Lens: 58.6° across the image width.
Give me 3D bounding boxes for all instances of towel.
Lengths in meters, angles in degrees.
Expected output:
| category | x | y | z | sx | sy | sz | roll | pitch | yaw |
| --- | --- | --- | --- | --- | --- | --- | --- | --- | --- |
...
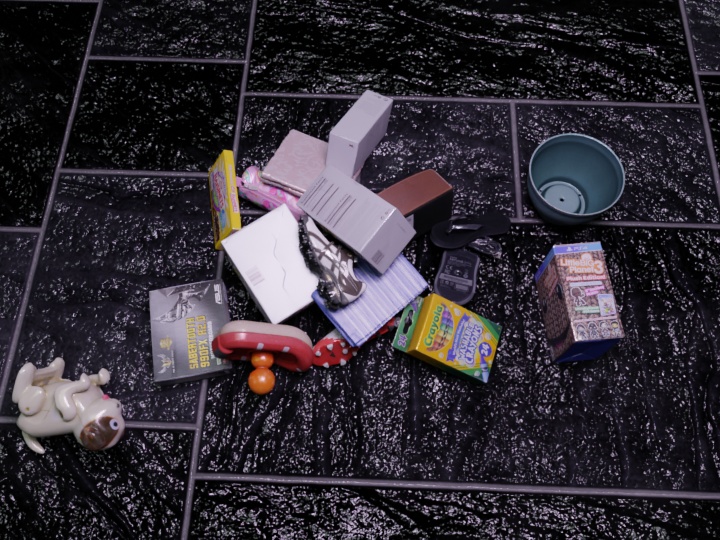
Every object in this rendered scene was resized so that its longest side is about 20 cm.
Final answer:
| category | x | y | z | sx | sy | sz | roll | pitch | yaw |
| --- | --- | --- | --- | --- | --- | --- | --- | --- | --- |
| towel | 0.019 | 0.041 | 1.283 | 0.200 | 0.024 | 0.145 | -39 | 79 | -14 |
| towel | -0.105 | -0.227 | 1.444 | 0.191 | 0.032 | 0.200 | 22 | 45 | 2 |

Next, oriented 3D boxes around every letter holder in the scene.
| category | x | y | z | sx | sy | sz | roll | pitch | yaw |
| --- | --- | --- | --- | --- | --- | --- | --- | --- | --- |
| letter holder | 0.080 | -0.145 | 1.403 | 0.200 | 0.101 | 0.142 | -29 | 57 | -15 |

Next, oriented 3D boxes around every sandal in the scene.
| category | x | y | z | sx | sy | sz | roll | pitch | yaw |
| --- | --- | --- | --- | --- | --- | --- | --- | --- | --- |
| sandal | 0.238 | -0.101 | 1.404 | 0.200 | 0.043 | 0.076 | -17 | 47 | -22 |

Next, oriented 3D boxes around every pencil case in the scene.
| category | x | y | z | sx | sy | sz | roll | pitch | yaw |
| --- | --- | --- | --- | --- | --- | --- | --- | --- | --- |
| pencil case | -0.182 | -0.161 | 1.434 | 0.200 | 0.087 | 0.088 | 29 | 70 | 9 |

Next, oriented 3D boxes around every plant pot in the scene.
| category | x | y | z | sx | sy | sz | roll | pitch | yaw |
| --- | --- | --- | --- | --- | --- | --- | --- | --- | --- |
| plant pot | 0.457 | -0.180 | 1.413 | 0.200 | 0.134 | 0.201 | 0 | 67 | 0 |

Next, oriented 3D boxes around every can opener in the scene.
| category | x | y | z | sx | sy | sz | roll | pitch | yaw |
| --- | --- | --- | --- | --- | --- | --- | --- | --- | --- |
| can opener | 0.082 | 0.060 | 1.365 | 0.063 | 0.079 | 0.200 | -38 | 63 | 26 |

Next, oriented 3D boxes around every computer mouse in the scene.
| category | x | y | z | sx | sy | sz | roll | pitch | yaw |
| --- | --- | --- | --- | --- | --- | --- | --- | --- | --- |
| computer mouse | 0.217 | 0.006 | 1.386 | 0.138 | 0.053 | 0.200 | 19 | 56 | 10 |

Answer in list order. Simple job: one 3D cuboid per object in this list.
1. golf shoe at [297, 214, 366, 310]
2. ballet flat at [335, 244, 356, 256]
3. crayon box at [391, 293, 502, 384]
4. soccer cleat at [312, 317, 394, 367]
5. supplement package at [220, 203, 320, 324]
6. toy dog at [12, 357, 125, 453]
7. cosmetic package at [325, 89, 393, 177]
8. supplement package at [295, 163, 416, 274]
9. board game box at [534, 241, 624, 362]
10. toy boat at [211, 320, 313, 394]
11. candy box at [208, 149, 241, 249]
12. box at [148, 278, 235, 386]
| category | x | y | z | sx | sy | sz | roll | pitch | yaw |
| --- | --- | --- | --- | --- | --- | --- | --- | --- | --- |
| golf shoe | -0.058 | -0.025 | 1.256 | 0.094 | 0.078 | 0.200 | -21 | 79 | -17 |
| ballet flat | 0.000 | 0.000 | 1.347 | 0.200 | 0.072 | 0.068 | 36 | 80 | 31 |
| crayon box | 0.177 | 0.133 | 1.292 | 0.200 | 0.052 | 0.126 | 25 | 68 | -12 |
| soccer cleat | -0.020 | 0.130 | 1.329 | 0.200 | 0.069 | 0.085 | -33 | 30 | 5 |
| supplement package | -0.170 | -0.005 | 1.331 | 0.156 | 0.111 | 0.200 | -32 | 86 | -12 |
| toy dog | -0.552 | 0.276 | 1.231 | 0.200 | 0.140 | 0.194 | 18 | 82 | 8 |
| cosmetic package | -0.002 | -0.313 | 1.456 | 0.071 | 0.102 | 0.200 | 24 | 48 | 10 |
| supplement package | -0.010 | -0.103 | 1.264 | 0.200 | 0.114 | 0.110 | 38 | 88 | 35 |
| board game box | 0.436 | 0.067 | 1.297 | 0.097 | 0.160 | 0.200 | -5 | 67 | -2 |
| toy boat | -0.190 | 0.177 | 1.253 | 0.200 | 0.130 | 0.131 | 9 | 67 | -25 |
| candy box | -0.304 | -0.157 | 1.429 | 0.026 | 0.102 | 0.200 | 6 | 62 | -36 |
| box | -0.351 | 0.127 | 1.336 | 0.158 | 0.048 | 0.200 | -9 | 67 | -4 |
